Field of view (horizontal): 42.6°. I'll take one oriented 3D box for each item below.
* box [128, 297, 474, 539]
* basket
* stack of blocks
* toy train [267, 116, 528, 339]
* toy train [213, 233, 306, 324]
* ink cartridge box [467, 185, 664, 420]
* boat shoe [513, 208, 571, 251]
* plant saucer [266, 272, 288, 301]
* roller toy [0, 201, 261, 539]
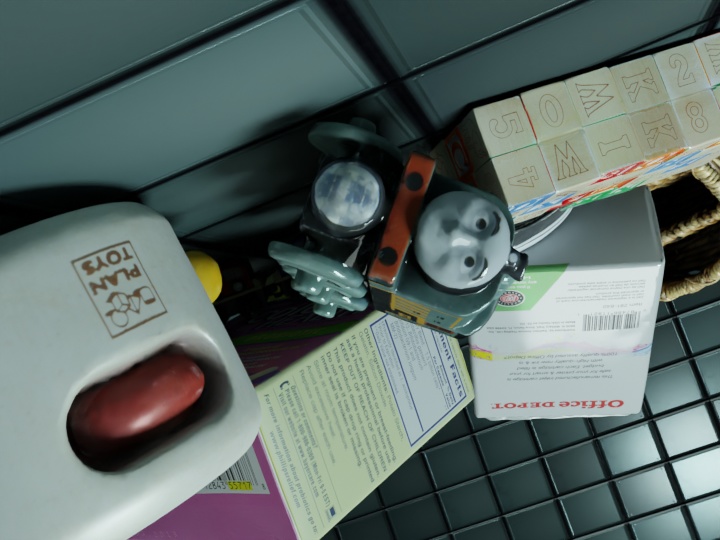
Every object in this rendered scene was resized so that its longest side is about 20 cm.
[{"bbox_3d":[-0.054,0.089,0.615,0.175,0.097,0.200,-12,-168,40],"label":"box"},{"bbox_3d":[0.235,-0.042,0.770,0.148,0.144,0.200,-16,172,-36],"label":"basket"},{"bbox_3d":[0.147,-0.080,0.562,0.199,0.059,0.115,-19,174,-14],"label":"stack of blocks"},{"bbox_3d":[0.022,-0.012,0.470,0.113,0.086,0.200,18,173,4],"label":"toy train"},{"bbox_3d":[-0.094,0.014,0.679,0.199,0.046,0.034,-19,-171,6],"label":"toy train"},{"bbox_3d":[0.159,0.033,0.755,0.144,0.084,0.201,-3,139,8],"label":"ink cartridge box"},{"bbox_3d":[0.064,-0.041,0.635,0.198,0.070,0.066,-11,174,-10],"label":"boat shoe"},{"bbox_3d":[0.000,0.000,0.828,0.199,0.048,0.199,-15,172,-33],"label":"plant saucer"},{"bbox_3d":[-0.148,0.054,0.418,0.199,0.140,0.182,-27,-179,-8],"label":"roller toy"}]
